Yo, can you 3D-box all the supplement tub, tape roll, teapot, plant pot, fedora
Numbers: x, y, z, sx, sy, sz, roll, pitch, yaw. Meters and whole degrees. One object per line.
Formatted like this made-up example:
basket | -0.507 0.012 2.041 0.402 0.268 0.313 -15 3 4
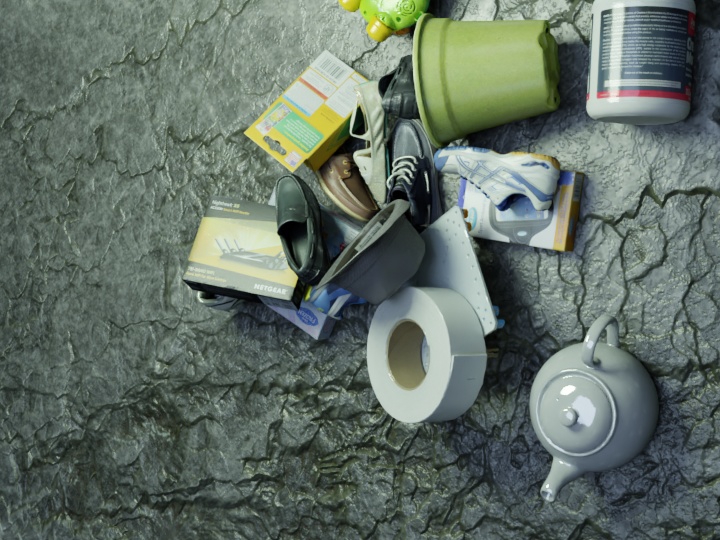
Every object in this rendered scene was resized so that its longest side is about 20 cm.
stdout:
supplement tub | 0.384 -0.306 1.446 0.140 0.140 0.201 4 93 32
tape roll | 0.095 0.124 1.563 0.202 0.071 0.204 -4 85 54
teapot | 0.318 0.192 1.489 0.197 0.146 0.201 -32 73 28
plant pot | 0.194 -0.290 1.554 0.183 0.200 0.202 -5 88 20
fedora | 0.029 -0.014 1.561 0.090 0.200 0.177 43 125 -7

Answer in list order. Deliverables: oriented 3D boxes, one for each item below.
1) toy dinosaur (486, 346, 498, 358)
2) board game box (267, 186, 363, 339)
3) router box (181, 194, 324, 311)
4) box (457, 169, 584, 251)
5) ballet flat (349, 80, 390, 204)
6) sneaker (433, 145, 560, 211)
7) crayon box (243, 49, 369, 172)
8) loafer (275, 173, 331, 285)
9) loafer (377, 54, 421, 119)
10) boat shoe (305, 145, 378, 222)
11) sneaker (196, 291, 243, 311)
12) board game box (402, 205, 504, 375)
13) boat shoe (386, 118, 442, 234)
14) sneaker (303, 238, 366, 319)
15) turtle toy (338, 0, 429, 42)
toy dinosaur | 0.128 0.076 1.659 0.199 0.058 0.102 22 103 30
board game box | -0.099 -0.017 1.810 0.200 0.041 0.200 32 107 28
router box | -0.176 -0.031 1.741 0.199 0.052 0.158 10 70 17
box | 0.232 -0.101 1.603 0.199 0.041 0.120 10 96 29
ballet flat | 0.014 -0.205 1.703 0.062 0.067 0.201 -4 106 -9
sneaker | 0.193 -0.134 1.562 0.199 0.075 0.089 10 95 32
crayon box | -0.077 -0.253 1.739 0.126 0.052 0.200 40 80 25
loafer | -0.098 -0.071 1.658 0.068 0.070 0.201 -29 60 21
loafer | 0.062 -0.288 1.626 0.070 0.201 0.068 7 119 -2
boat shoe | -0.033 -0.165 1.750 0.068 0.072 0.200 -48 64 25
sneaker | -0.197 0.006 1.797 0.200 0.088 0.074 -41 67 23
board game box | 0.124 0.035 1.608 0.200 0.026 0.201 -40 58 46
boat shoe | 0.077 -0.152 1.667 0.074 0.093 0.201 -16 82 29
sneaker | 0.000 0.000 1.706 0.200 0.074 0.082 -42 104 18
turtle toy | 0.043 -0.459 1.682 0.146 0.101 0.200 -49 66 21
